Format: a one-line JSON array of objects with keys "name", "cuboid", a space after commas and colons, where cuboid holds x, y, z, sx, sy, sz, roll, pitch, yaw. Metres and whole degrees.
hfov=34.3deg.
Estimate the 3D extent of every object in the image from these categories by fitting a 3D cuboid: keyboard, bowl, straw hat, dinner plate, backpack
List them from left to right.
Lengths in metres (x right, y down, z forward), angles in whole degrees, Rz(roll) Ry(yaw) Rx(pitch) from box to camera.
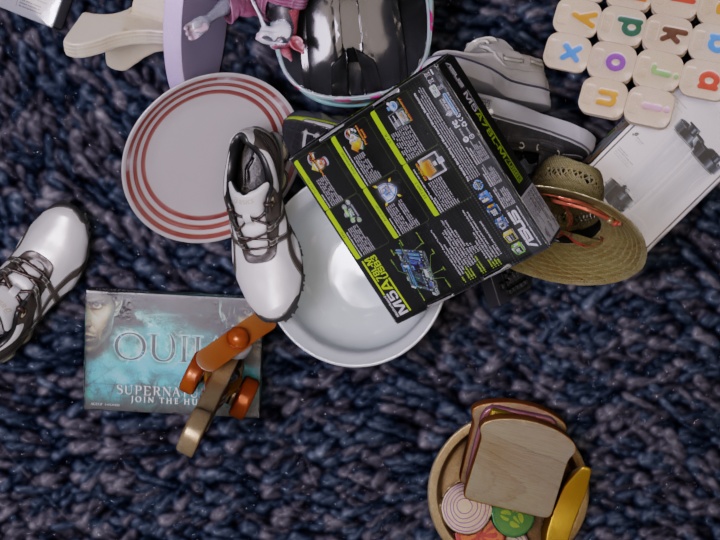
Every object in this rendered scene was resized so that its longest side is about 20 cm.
[{"name": "dinner plate", "cuboid": [-0.157, -0.120, 1.232, 0.198, 0.024, 0.202, -14, 127, -18]}, {"name": "backpack", "cuboid": [-0.009, -0.268, 1.192, 0.175, 0.151, 0.203, -7, 87, 2]}, {"name": "bowl", "cuboid": [0.000, 0.000, 1.247, 0.198, 0.090, 0.204, 0, 88, 9]}, {"name": "keyboard", "cuboid": [0.122, -0.059, 1.248, 0.126, 0.020, 0.202, -24, 98, -40]}, {"name": "straw hat", "cuboid": [0.206, -0.068, 1.178, 0.199, 0.201, 0.086, 17, 67, -2]}]

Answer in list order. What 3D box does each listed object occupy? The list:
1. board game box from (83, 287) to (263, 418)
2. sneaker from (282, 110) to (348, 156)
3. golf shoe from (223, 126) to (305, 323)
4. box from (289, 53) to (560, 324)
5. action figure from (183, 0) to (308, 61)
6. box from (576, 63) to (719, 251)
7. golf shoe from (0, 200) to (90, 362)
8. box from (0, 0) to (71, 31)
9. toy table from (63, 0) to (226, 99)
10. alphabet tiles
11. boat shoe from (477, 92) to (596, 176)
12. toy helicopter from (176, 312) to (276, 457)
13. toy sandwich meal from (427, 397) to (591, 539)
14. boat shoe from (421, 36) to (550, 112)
[{"name": "board game box", "cuboid": [-0.207, 0.091, 1.297, 0.197, 0.028, 0.137, 2, 98, 0]}, {"name": "sneaker", "cuboid": [0.018, -0.130, 1.192, 0.198, 0.081, 0.074, 13, 134, 4]}, {"name": "golf shoe", "cuboid": [-0.108, -0.046, 1.176, 0.077, 0.094, 0.203, -10, 86, 13]}, {"name": "box", "cuboid": [0.059, -0.072, 1.108, 0.192, 0.048, 0.201, -28, 100, 37]}, {"name": "action figure", "cuboid": [-0.097, -0.296, 1.104, 0.133, 0.149, 0.202, -11, 110, 26]}, {"name": "box", "cuboid": [0.317, -0.112, 1.258, 0.117, 0.060, 0.200, 44, 95, -5]}, {"name": "golf shoe", "cuboid": [-0.358, 0.019, 1.249, 0.077, 0.095, 0.201, 31, 94, -3]}, {"name": "box", "cuboid": [-0.360, -0.379, 1.235, 0.154, 0.041, 0.202, 22, 95, -3]}, {"name": "toy table", "cuboid": [-0.212, -0.266, 1.190, 0.116, 0.185, 0.202, 16, 130, 8]}, {"name": "alphabet tiles", "cuboid": [0.299, -0.252, 1.229, 0.193, 0.015, 0.202, 14, 82, 17]}, {"name": "boat shoe", "cuboid": [0.173, -0.130, 1.207, 0.069, 0.199, 0.067, 16, 94, 40]}, {"name": "toy helicopter", "cuboid": [-0.143, 0.117, 1.186, 0.078, 0.200, 0.133, 27, 115, -4]}, {"name": "toy sandwich meal", "cuboid": [0.170, 0.246, 1.296, 0.202, 0.070, 0.208, 0, 97, 0]}, {"name": "boat shoe", "cuboid": [0.132, -0.207, 1.196, 0.071, 0.199, 0.067, -8, 82, 45]}]
